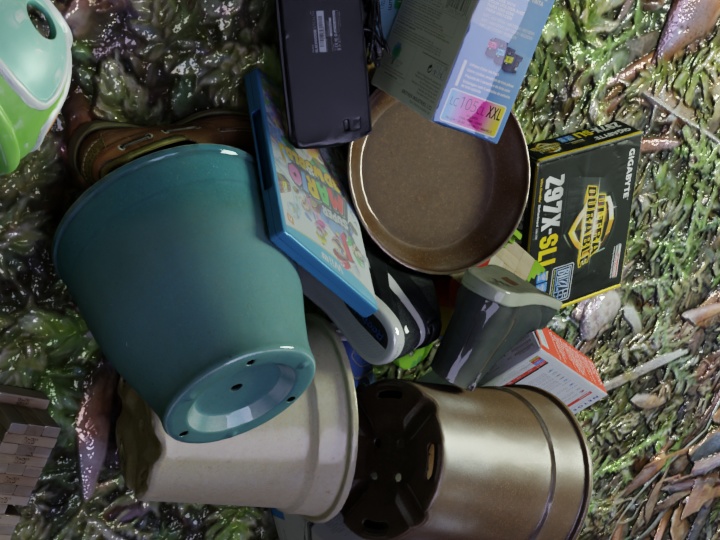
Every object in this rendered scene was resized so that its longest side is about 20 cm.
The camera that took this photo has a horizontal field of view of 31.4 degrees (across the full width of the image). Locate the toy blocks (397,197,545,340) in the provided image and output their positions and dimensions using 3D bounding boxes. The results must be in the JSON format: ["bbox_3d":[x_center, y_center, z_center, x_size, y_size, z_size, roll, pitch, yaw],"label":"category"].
[{"bbox_3d":[0.102,0.014,1.329,0.200,0.099,0.138,36,75,-48],"label":"toy blocks"}]

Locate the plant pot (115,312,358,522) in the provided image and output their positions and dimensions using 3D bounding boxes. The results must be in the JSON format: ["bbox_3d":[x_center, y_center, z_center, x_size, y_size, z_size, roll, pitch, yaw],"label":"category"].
[{"bbox_3d":[-0.126,0.143,1.200,0.182,0.200,0.202,-1,115,-26],"label":"plant pot"}]

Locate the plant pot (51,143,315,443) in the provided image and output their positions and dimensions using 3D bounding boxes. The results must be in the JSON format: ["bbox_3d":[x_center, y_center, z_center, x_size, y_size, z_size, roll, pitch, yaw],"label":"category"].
[{"bbox_3d":[-0.131,0.031,1.067,0.199,0.189,0.201,-23,152,-13],"label":"plant pot"}]

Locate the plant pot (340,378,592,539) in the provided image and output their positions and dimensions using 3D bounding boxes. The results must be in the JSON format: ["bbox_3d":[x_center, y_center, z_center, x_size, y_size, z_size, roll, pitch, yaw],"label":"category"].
[{"bbox_3d":[0.088,0.195,1.238,0.197,0.200,0.201,17,103,-44],"label":"plant pot"}]

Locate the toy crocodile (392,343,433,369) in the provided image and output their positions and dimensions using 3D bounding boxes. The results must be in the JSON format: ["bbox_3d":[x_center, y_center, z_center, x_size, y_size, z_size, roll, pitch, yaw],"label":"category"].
[{"bbox_3d":[0.018,0.046,1.328,0.062,0.067,0.200,-55,136,-5],"label":"toy crocodile"}]

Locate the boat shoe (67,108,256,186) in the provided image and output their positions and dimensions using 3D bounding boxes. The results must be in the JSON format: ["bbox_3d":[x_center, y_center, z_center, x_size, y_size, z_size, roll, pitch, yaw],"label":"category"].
[{"bbox_3d":[-0.150,-0.094,1.113,0.199,0.068,0.072,-12,121,-34],"label":"boat shoe"}]

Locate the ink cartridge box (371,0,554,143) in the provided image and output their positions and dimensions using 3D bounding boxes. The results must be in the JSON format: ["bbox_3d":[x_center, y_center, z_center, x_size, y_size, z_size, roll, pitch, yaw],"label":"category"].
[{"bbox_3d":[0.099,-0.230,1.117,0.076,0.136,0.201,12,106,-28],"label":"ink cartridge box"}]

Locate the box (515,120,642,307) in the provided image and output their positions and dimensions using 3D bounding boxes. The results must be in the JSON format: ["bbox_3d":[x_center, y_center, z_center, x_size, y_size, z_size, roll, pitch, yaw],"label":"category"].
[{"bbox_3d":[0.239,-0.057,1.458,0.159,0.049,0.201,-16,123,-29],"label":"box"}]

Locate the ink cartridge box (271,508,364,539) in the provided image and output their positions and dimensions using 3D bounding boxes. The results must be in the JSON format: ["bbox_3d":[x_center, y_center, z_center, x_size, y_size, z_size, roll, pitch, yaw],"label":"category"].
[{"bbox_3d":[-0.017,0.292,1.346,0.068,0.200,0.117,-29,129,-22],"label":"ink cartridge box"}]

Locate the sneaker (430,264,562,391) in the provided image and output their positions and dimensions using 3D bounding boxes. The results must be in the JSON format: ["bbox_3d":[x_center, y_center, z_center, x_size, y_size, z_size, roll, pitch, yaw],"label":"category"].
[{"bbox_3d":[0.127,0.056,1.253,0.200,0.075,0.107,7,112,-62],"label":"sneaker"}]

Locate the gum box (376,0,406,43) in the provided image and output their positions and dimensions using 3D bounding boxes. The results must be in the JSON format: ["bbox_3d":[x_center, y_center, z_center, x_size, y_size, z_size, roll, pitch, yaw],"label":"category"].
[{"bbox_3d":[0.089,-0.299,1.202,0.199,0.044,0.171,-8,118,-36],"label":"gum box"}]

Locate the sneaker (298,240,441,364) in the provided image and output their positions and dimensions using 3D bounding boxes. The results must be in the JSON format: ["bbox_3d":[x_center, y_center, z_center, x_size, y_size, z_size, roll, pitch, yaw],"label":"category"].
[{"bbox_3d":[0.000,0.000,1.226,0.111,0.201,0.073,-12,151,-50],"label":"sneaker"}]

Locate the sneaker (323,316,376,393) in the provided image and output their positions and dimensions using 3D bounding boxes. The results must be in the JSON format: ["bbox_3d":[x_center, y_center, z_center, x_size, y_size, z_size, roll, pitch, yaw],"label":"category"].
[{"bbox_3d":[-0.021,0.125,1.299,0.075,0.078,0.201,0,147,5],"label":"sneaker"}]

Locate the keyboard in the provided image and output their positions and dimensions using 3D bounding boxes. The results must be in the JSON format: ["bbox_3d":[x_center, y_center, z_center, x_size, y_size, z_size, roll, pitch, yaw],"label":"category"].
[{"bbox_3d":[-0.025,-0.211,1.133,0.103,0.040,0.202,-6,98,-12],"label":"keyboard"}]

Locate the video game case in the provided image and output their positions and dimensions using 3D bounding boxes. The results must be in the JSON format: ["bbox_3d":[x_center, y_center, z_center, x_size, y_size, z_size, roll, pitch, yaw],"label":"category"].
[{"bbox_3d":[-0.045,-0.070,1.133,0.018,0.201,0.143,-29,138,19],"label":"video game case"}]

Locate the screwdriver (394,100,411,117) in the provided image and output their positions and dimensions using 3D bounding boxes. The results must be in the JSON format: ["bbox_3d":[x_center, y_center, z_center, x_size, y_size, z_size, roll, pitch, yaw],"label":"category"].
[{"bbox_3d":[0.032,-0.112,1.277,0.029,0.028,0.201,3,116,-6],"label":"screwdriver"}]

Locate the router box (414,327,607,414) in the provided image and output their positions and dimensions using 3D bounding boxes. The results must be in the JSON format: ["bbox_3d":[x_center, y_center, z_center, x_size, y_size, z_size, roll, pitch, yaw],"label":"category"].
[{"bbox_3d":[0.150,0.144,1.430,0.199,0.049,0.179,-33,144,18],"label":"router box"}]

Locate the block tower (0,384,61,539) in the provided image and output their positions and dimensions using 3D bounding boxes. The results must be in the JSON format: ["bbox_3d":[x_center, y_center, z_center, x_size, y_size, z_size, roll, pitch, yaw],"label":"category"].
[{"bbox_3d":[-0.335,0.204,1.145,0.054,0.058,0.201,17,102,-43],"label":"block tower"}]

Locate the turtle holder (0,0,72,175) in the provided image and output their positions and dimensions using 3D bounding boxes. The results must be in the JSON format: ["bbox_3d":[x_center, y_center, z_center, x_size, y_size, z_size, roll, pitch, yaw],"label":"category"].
[{"bbox_3d":[-0.296,-0.164,0.930,0.185,0.141,0.132,42,66,-5],"label":"turtle holder"}]

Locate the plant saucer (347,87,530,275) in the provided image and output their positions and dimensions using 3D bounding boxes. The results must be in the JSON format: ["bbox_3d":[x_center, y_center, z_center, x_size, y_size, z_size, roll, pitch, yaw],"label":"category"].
[{"bbox_3d":[0.071,-0.096,1.231,0.199,0.037,0.202,0,90,-25],"label":"plant saucer"}]
